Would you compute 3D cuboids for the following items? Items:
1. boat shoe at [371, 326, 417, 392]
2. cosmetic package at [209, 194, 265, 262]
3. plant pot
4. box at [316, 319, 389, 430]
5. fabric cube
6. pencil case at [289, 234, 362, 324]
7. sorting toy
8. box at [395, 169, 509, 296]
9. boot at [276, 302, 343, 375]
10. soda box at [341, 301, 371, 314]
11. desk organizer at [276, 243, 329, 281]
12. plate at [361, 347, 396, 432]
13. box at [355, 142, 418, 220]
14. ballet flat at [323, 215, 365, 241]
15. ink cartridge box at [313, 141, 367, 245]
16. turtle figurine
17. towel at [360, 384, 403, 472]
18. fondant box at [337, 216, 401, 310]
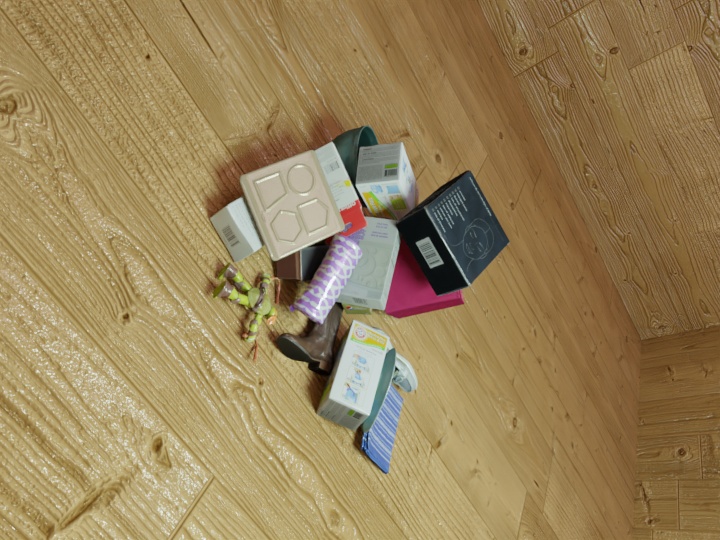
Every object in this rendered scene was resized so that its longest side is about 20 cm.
[{"bbox_3d":[0.074,0.243,1.378,0.205,0.073,0.065,55,48,-13],"label":"boat shoe"},{"bbox_3d":[-0.220,-0.118,1.167,0.115,0.080,0.200,58,42,-12],"label":"cosmetic package"},{"bbox_3d":[-0.033,-0.261,1.374,0.199,0.129,0.209,-1,90,-70],"label":"plant pot"},{"bbox_3d":[-0.015,0.238,1.218,0.098,0.113,0.205,24,53,-6],"label":"box"},{"bbox_3d":[0.161,0.005,1.418,0.200,0.192,0.204,30,48,-73],"label":"fabric cube"},{"bbox_3d":[-0.072,0.015,1.158,0.204,0.083,0.084,-60,162,-15],"label":"pencil case"},{"bbox_3d":[-0.145,-0.142,1.141,0.196,0.036,0.191,-25,93,-29],"label":"sorting toy"},{"bbox_3d":[0.217,-0.087,1.238,0.195,0.123,0.204,-37,99,-34],"label":"box"},{"bbox_3d":[-0.107,0.111,1.219,0.187,0.062,0.206,46,47,-45],"label":"boot"},{"bbox_3d":[0.000,0.000,1.298,0.064,0.065,0.207,66,27,-62],"label":"soda box"},{"bbox_3d":[-0.110,-0.024,1.256,0.198,0.075,0.075,-11,101,-59],"label":"desk organizer"},{"bbox_3d":[0.035,0.275,1.244,0.025,0.202,0.205,22,52,-4],"label":"plate"},{"bbox_3d":[0.070,-0.201,1.290,0.201,0.108,0.105,54,38,-59],"label":"box"},{"bbox_3d":[-0.037,-0.105,1.391,0.199,0.066,0.048,-30,96,-56],"label":"ballet flat"},{"bbox_3d":[-0.070,-0.176,1.230,0.067,0.113,0.206,-84,150,-82],"label":"ink cartridge box"},{"bbox_3d":[-0.227,0.069,1.097,0.160,0.063,0.206,38,49,-33],"label":"turtle figurine"},{"bbox_3d":[0.060,0.378,1.317,0.146,0.023,0.205,55,40,-40],"label":"towel"},{"bbox_3d":[0.009,-0.023,1.237,0.059,0.139,0.207,64,37,-61],"label":"fondant box"}]
